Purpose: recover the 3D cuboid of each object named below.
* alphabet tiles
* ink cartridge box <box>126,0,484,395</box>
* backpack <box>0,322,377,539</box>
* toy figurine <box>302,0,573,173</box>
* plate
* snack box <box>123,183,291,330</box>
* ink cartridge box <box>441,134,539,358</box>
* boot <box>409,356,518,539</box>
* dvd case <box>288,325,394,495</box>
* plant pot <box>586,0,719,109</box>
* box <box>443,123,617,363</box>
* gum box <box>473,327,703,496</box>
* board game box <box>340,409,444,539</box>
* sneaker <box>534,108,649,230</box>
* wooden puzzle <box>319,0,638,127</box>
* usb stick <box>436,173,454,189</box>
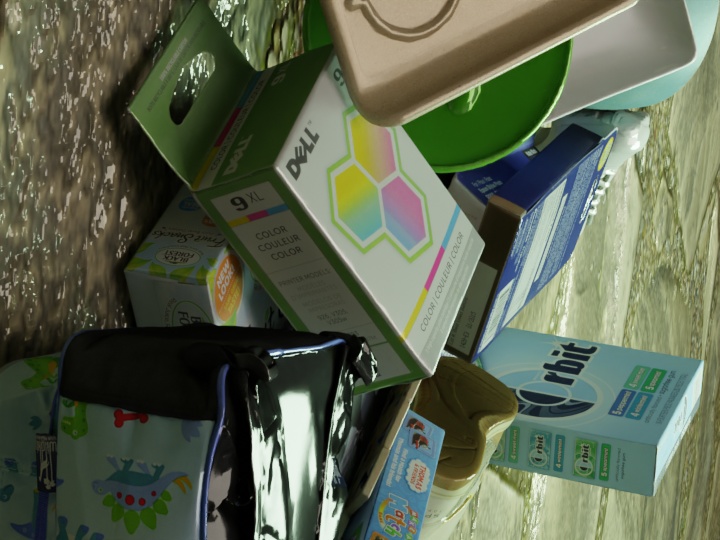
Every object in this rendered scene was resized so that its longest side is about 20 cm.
[{"bbox_3d":[-0.010,0.137,1.139,0.201,0.008,0.167,-65,-174,-31],"label":"alphabet tiles"},{"bbox_3d":[-0.022,-0.044,0.942,0.200,0.059,0.104,53,40,-26],"label":"ink cartridge box"},{"bbox_3d":[-0.089,0.126,0.842,0.183,0.146,0.202,-4,98,-71],"label":"backpack"},{"bbox_3d":[0.039,-0.150,1.086,0.184,0.149,0.201,172,-60,-81],"label":"toy figurine"},{"bbox_3d":[0.112,-0.199,1.227,0.032,0.199,0.201,35,-34,66],"label":"plate"},{"bbox_3d":[-0.063,0.038,1.020,0.143,0.053,0.201,-63,153,-47],"label":"snack box"},{"bbox_3d":[0.092,-0.026,1.364,0.199,0.040,0.201,-28,142,-66],"label":"ink cartridge box"},{"bbox_3d":[0.040,0.154,1.282,0.155,0.072,0.200,-64,175,22],"label":"boot"},{"bbox_3d":[-0.013,0.060,1.055,0.151,0.025,0.201,85,23,-46],"label":"dvd case"},{"bbox_3d":[0.142,-0.207,1.343,0.134,0.200,0.202,-15,116,-33],"label":"plant pot"},{"bbox_3d":[0.123,-0.028,1.324,0.200,0.032,0.122,-38,150,-55],"label":"box"},{"bbox_3d":[0.147,0.100,1.419,0.170,0.198,0.045,-41,136,-61],"label":"gum box"},{"bbox_3d":[-0.012,0.193,1.093,0.152,0.036,0.200,-59,-174,29],"label":"board game box"},{"bbox_3d":[0.176,-0.074,1.479,0.200,0.077,0.100,157,-67,-73],"label":"sneaker"},{"bbox_3d":[0.041,-0.199,0.942,0.184,0.046,0.201,-28,110,-24],"label":"wooden puzzle"},{"bbox_3d":[0.040,-0.090,1.287,0.200,0.032,0.056,58,45,-62],"label":"usb stick"}]
